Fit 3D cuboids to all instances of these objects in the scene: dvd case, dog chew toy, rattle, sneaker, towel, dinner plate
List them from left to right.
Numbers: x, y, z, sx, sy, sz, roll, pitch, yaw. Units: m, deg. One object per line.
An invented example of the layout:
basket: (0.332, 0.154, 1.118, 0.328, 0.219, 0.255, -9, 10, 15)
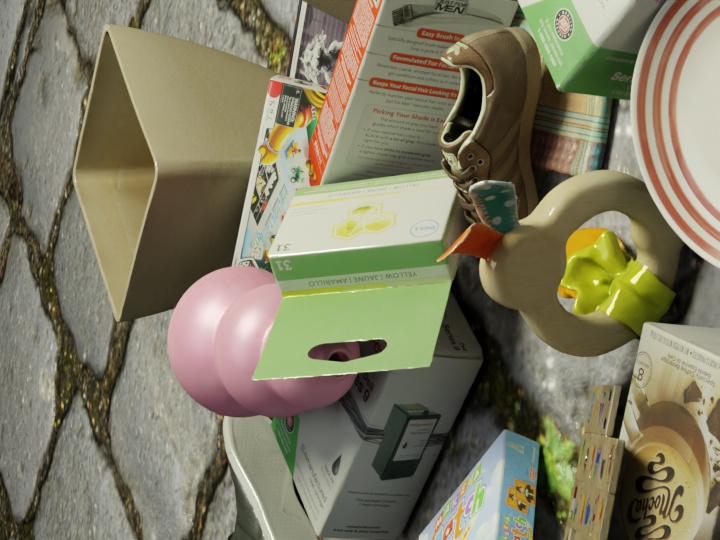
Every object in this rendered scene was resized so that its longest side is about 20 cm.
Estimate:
sneaker: (-0.104, 0.224, 1.741, 0.099, 0.070, 0.201, -55, 43, 35)
dog chew toy: (-0.072, 0.062, 1.485, 0.199, 0.124, 0.126, 7, 92, 56)
dvd case: (-0.020, -0.189, 1.716, 0.200, 0.016, 0.150, 30, 113, 59)
sneaker: (0.088, -0.083, 1.390, 0.070, 0.075, 0.202, 33, 128, 57)
rattle: (0.110, -0.026, 1.239, 0.143, 0.198, 0.131, 58, 134, 49)
towel: (0.151, -0.175, 1.382, 0.146, 0.021, 0.202, 20, 103, 62)
dinner plate: (0.250, -0.092, 1.121, 0.199, 0.024, 0.203, 12, 108, 43)

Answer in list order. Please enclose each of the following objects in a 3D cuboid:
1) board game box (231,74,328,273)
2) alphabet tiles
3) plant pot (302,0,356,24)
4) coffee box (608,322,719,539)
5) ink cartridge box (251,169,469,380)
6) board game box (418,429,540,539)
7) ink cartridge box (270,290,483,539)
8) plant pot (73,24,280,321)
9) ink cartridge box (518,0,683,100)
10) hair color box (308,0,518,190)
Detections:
board game box: (-0.037, -0.058, 1.617, 0.035, 0.125, 0.202, -47, -30, -75)
alphabet tiles: (0.151, 0.158, 1.215, 0.200, 0.007, 0.169, 81, -160, -86)
plant pot: (-0.008, -0.324, 1.529, 0.199, 0.176, 0.202, 3, 83, 60)
coffee box: (0.214, 0.145, 1.138, 0.113, 0.079, 0.202, 28, 110, 61)
ink cartridge box: (0.000, 0.000, 1.401, 0.201, 0.144, 0.048, -69, -32, -54)
board game box: (0.078, 0.239, 1.354, 0.201, 0.036, 0.152, -79, 16, -46)
ink cartridge box: (0.010, 0.100, 1.533, 0.201, 0.083, 0.146, -67, 31, 30)
plant pot: (-0.152, -0.093, 1.743, 0.201, 0.175, 0.201, 111, 147, -42)
ink cartridge box: (0.188, -0.230, 1.193, 0.200, 0.087, 0.146, -52, 46, 41)
hair color box: (0.039, -0.154, 1.474, 0.064, 0.110, 0.201, -106, 30, -48)
